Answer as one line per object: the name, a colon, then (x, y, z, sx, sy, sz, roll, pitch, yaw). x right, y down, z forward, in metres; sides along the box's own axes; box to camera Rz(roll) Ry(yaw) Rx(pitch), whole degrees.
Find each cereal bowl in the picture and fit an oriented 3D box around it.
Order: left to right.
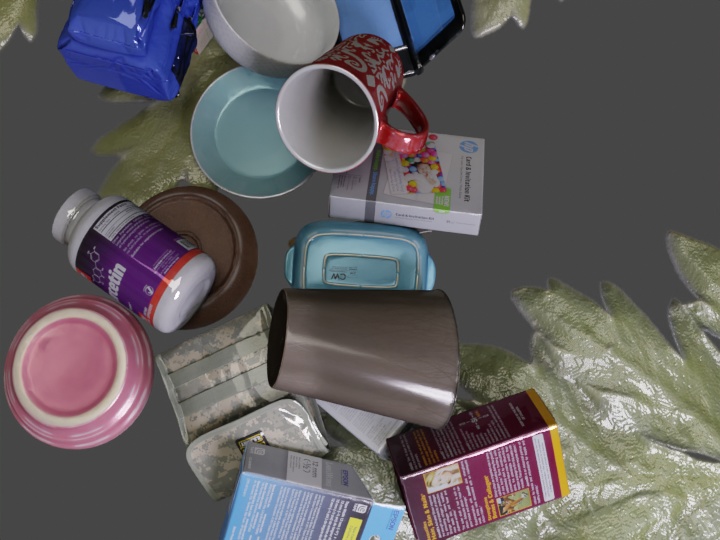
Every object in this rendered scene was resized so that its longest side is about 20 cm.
cereal bowl: (-0.131, -0.350, 1.219, 0.197, 0.083, 0.203, 14, 62, -27)

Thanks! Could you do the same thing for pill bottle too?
pill bottle: (-0.289, -0.018, 1.118, 0.198, 0.113, 0.113, 33, 79, 9)

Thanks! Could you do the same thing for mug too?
mug: (-0.003, -0.212, 1.148, 0.133, 0.201, 0.178, -37, 103, 30)

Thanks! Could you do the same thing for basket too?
basket: (-0.002, 0.089, 1.025, 0.197, 0.137, 0.182, 9, 44, -15)

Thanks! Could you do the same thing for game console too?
game console: (0.035, -0.381, 1.232, 0.173, 0.117, 0.203, -14, 76, -3)

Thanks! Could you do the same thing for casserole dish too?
casserole dish: (0.000, 0.000, 1.125, 0.196, 0.039, 0.123, 4, 91, -1)

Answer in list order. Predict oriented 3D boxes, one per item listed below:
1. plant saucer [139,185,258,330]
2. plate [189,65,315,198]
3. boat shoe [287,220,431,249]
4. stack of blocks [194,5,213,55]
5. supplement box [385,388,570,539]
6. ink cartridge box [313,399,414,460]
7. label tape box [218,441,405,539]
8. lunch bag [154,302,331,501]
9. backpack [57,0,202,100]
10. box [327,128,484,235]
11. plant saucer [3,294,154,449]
plant saucer: (-0.238, -0.022, 1.193, 0.196, 0.035, 0.204, 0, 78, 1)
plate: (-0.139, -0.194, 1.237, 0.196, 0.026, 0.204, 0, 77, 0)
boat shoe: (0.004, -0.034, 1.179, 0.196, 0.073, 0.066, -11, 97, -3)
stack of blocks: (-0.273, -0.360, 1.260, 0.114, 0.059, 0.201, 32, 79, 8)
supplement box: (0.142, 0.239, 1.075, 0.197, 0.086, 0.112, -18, 115, -3)
ink cartridge box: (0.007, 0.122, 1.159, 0.199, 0.057, 0.163, 34, 79, 29)
label tape box: (-0.061, 0.301, 1.058, 0.197, 0.066, 0.145, 14, 113, -10)
lunch bag: (-0.142, 0.169, 1.100, 0.162, 0.118, 0.203, -24, 78, 5)
backpack: (-0.286, -0.350, 1.145, 0.160, 0.168, 0.203, 16, 77, -3)
box: (0.064, -0.124, 1.174, 0.196, 0.042, 0.157, 8, 47, 2)
plant saucer: (-0.371, 0.129, 1.150, 0.197, 0.051, 0.204, 0, 77, 1)
